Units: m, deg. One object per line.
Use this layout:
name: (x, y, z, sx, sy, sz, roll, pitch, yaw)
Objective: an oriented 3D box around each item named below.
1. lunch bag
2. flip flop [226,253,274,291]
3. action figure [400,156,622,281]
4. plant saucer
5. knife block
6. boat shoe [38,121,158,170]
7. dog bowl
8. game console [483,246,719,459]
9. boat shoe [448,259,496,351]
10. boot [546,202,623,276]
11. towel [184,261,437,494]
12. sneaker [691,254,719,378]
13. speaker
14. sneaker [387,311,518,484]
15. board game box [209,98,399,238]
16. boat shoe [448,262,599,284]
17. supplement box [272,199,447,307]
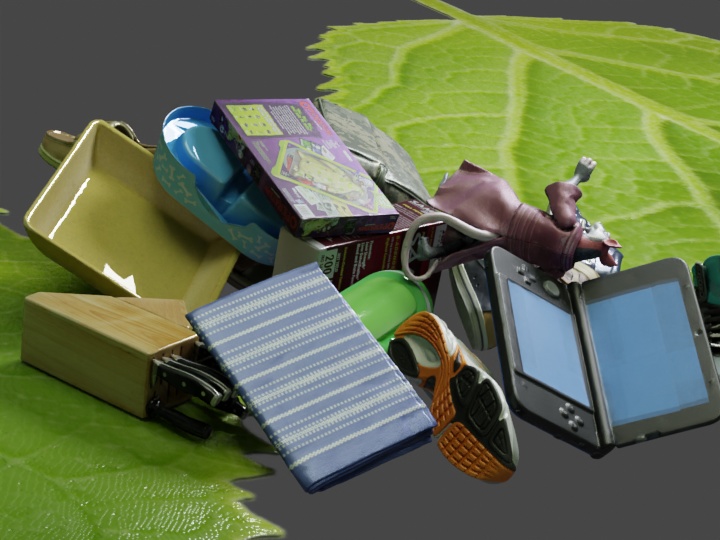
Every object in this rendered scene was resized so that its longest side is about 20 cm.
lunch bag: (0.005, -0.080, 1.879, 0.166, 0.140, 0.200, 20, 20, -17)
flip flop: (-0.112, -0.017, 1.767, 0.198, 0.058, 0.081, 24, 24, 15)
action figure: (0.158, -0.043, 1.638, 0.198, 0.135, 0.149, 14, 17, 22)
plant saucer: (-0.223, -0.033, 1.665, 0.199, 0.049, 0.201, 33, 37, -8)
knife block: (-0.196, 0.085, 1.471, 0.198, 0.065, 0.176, 4, 21, -12)
boat shoe: (-0.266, -0.128, 1.811, 0.199, 0.067, 0.074, 19, 17, 31)
dog bowl: (-0.128, -0.083, 1.720, 0.199, 0.050, 0.112, 39, 37, -2)
game console: (0.218, 0.055, 1.527, 0.170, 0.118, 0.201, 28, 37, -30)
boat shoe: (0.127, 0.011, 1.754, 0.062, 0.075, 0.201, -12, 34, -2)
boot: (0.254, -0.026, 1.947, 0.089, 0.073, 0.200, 16, 29, -1)
towel: (-0.041, 0.091, 1.441, 0.144, 0.024, 0.201, -21, 61, -32)
sneaker: (0.375, 0.048, 1.711, 0.083, 0.122, 0.200, 9, 21, 2)
speaker: (-0.003, 0.061, 1.583, 0.088, 0.089, 0.200, 17, 22, 22)
sneaker: (0.103, 0.119, 1.498, 0.092, 0.076, 0.201, 34, 19, -40)
board game box: (-0.059, -0.106, 1.692, 0.119, 0.033, 0.200, -7, 43, -31)
boat shoe: (0.162, 0.003, 1.822, 0.199, 0.073, 0.072, 24, 27, 26)
supplement box: (0.000, 0.000, 1.706, 0.061, 0.110, 0.199, 29, 29, 36)
